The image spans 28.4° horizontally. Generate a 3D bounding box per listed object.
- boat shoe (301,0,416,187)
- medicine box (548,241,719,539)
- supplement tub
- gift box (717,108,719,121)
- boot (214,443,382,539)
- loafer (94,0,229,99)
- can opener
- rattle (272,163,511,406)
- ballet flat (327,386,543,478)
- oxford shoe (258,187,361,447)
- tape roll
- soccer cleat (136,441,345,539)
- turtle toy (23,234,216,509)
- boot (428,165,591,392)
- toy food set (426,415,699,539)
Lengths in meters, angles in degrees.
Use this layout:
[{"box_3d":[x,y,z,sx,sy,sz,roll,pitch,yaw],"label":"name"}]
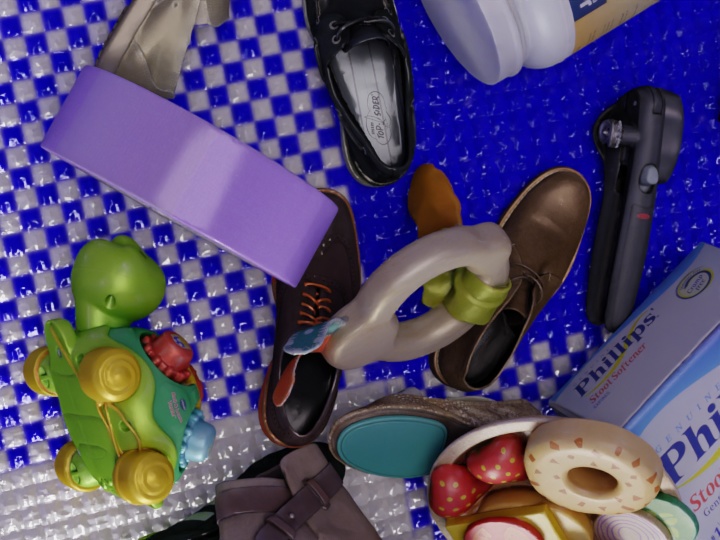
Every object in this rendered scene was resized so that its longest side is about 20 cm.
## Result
[{"box_3d":[0.003,-0.161,1.072,0.074,0.066,0.200,-8,96,-12],"label":"boat shoe"},{"box_3d":[0.285,0.115,1.125,0.182,0.103,0.200,-46,116,-6],"label":"medicine box"},{"box_3d":[0.151,-0.240,1.061,0.200,0.144,0.145,-32,101,-9],"label":"supplement tub"},{"box_3d":[0.401,-0.131,1.111,0.186,0.185,0.201,-11,91,-14],"label":"gift box"},{"box_3d":[-0.012,0.197,1.044,0.200,0.070,0.147,-8,67,-45],"label":"boot"},{"box_3d":[-0.120,-0.211,1.039,0.068,0.076,0.200,32,96,-15],"label":"loafer"},{"box_3d":[0.215,-0.049,1.134,0.078,0.063,0.201,10,92,-15],"label":"can opener"},{"box_3d":[0.000,0.000,1.032,0.200,0.130,0.143,-23,74,-13],"label":"rattle"},{"box_3d":[0.061,0.124,1.107,0.199,0.065,0.071,10,120,-25],"label":"ballet flat"},{"box_3d":[-0.031,0.034,1.070,0.071,0.073,0.201,7,82,-11],"label":"oxford shoe"},{"box_3d":[-0.117,-0.064,0.982,0.200,0.200,0.066,30,88,-14],"label":"tape roll"},{"box_3d":[-0.093,0.196,1.069,0.200,0.081,0.068,-29,101,-12],"label":"soccer cleat"},{"box_3d":[-0.169,0.076,1.024,0.101,0.146,0.201,-21,101,-33],"label":"turtle toy"},{"box_3d":[0.129,0.009,1.113,0.074,0.075,0.200,31,86,-12],"label":"boot"},{"box_3d":[0.147,0.184,1.061,0.200,0.049,0.198,-15,125,26],"label":"toy food set"}]
